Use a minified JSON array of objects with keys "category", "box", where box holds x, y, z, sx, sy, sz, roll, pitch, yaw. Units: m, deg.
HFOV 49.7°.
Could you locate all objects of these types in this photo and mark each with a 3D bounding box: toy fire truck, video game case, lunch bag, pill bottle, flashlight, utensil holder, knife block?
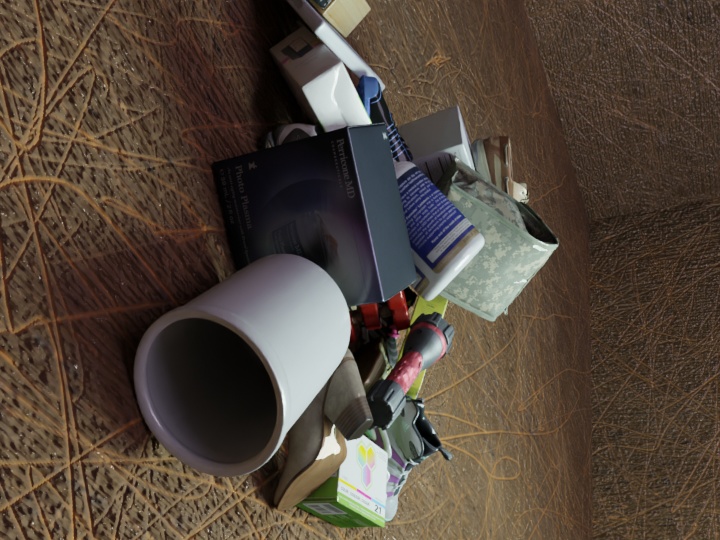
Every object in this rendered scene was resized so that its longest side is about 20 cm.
[{"category":"toy fire truck","box":[0.000,0.000,1.133,0.201,0.109,0.172,71,6,-63]},{"category":"video game case","box":[-0.058,-0.358,1.135,0.183,0.023,0.199,53,12,27]},{"category":"lunch bag","box":[0.173,-0.037,1.154,0.198,0.165,0.118,33,29,-7]},{"category":"pill bottle","box":[0.061,-0.070,1.034,0.200,0.116,0.115,47,26,7]},{"category":"flashlight","box":[0.067,0.134,1.074,0.200,0.067,0.069,-45,123,-51]},{"category":"utensil holder","box":[-0.115,0.087,0.820,0.200,0.166,0.174,-45,122,-63]},{"category":"knife block","box":[-0.042,-0.405,1.138,0.199,0.064,0.177,38,15,-39]}]

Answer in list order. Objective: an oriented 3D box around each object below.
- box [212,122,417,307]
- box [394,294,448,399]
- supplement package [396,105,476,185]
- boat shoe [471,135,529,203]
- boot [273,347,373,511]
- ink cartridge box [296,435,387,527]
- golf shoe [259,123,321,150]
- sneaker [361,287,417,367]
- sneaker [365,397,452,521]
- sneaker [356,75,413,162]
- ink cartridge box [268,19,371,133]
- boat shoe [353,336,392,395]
[{"category":"box","box":[-0.055,-0.059,0.955,0.123,0.194,0.206,-27,105,-64]},{"category":"box","box":[0.095,0.101,1.217,0.076,0.049,0.204,99,11,-63]},{"category":"supplement package","box":[0.090,-0.140,1.259,0.153,0.195,0.153,-85,154,-57]},{"category":"boat shoe","box":[0.231,-0.116,1.228,0.076,0.070,0.205,-18,93,-77]},{"category":"boot","box":[-0.071,0.175,0.962,0.147,0.200,0.070,52,18,28]},{"category":"ink cartridge box","box":[-0.022,0.233,1.070,0.148,0.074,0.205,47,42,-51]},{"category":"golf shoe","box":[-0.063,-0.108,1.075,0.079,0.092,0.203,-68,143,-49]},{"category":"sneaker","box":[0.051,0.064,1.270,0.073,0.085,0.206,20,65,-62]},{"category":"sneaker","box":[0.074,0.287,1.170,0.077,0.136,0.206,-29,116,-62]},{"category":"sneaker","box":[0.036,-0.180,1.132,0.070,0.076,0.206,-166,-108,-75]},{"category":"ink cartridge box","box":[-0.063,-0.263,1.097,0.118,0.066,0.201,59,-2,-39]},{"category":"boat shoe","box":[0.018,0.155,1.142,0.064,0.072,0.200,59,16,-6]}]
